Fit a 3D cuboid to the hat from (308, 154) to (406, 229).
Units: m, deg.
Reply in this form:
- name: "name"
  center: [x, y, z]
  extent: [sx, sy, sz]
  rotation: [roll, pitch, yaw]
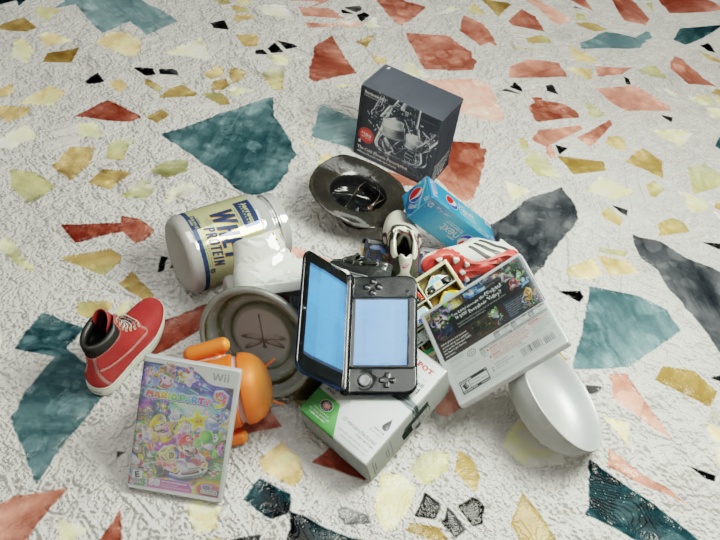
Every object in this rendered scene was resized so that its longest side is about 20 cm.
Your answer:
- name: "hat"
  center: [-0.011, -0.140, 1.641]
  extent: [0.199, 0.081, 0.201]
  rotation: [7, 53, -9]

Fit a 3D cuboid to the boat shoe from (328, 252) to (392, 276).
- name: "boat shoe"
  center: [0.000, 0.000, 1.458]
  extent: [0.068, 0.057, 0.200]
  rotation: [23, -2, -30]

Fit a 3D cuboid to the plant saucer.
- name: "plant saucer"
  center: [-0.161, 0.109, 1.304]
  extent: [0.199, 0.201, 0.050]
  rotation: [19, 29, 10]

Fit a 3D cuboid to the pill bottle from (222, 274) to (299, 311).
- name: "pill bottle"
  center: [-0.133, 0.051, 1.413]
  extent: [0.199, 0.113, 0.113]
  rotation: [-8, 48, -17]

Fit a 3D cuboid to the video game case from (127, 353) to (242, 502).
- name: "video game case"
  center: [-0.258, 0.231, 1.183]
  extent: [0.142, 0.201, 0.018]
  rotation: [10, 6, 1]

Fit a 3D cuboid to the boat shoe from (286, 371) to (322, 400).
- name: "boat shoe"
  center: [-0.050, 0.124, 1.338]
  extent: [0.201, 0.072, 0.066]
  rotation: [-46, 65, -3]

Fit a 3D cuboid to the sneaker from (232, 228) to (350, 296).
- name: "sneaker"
  center: [-0.113, -0.017, 1.339]
  extent: [0.199, 0.074, 0.116]
  rotation: [-3, 78, -14]

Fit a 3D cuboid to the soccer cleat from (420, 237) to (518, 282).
- name: "soccer cleat"
  center: [0.197, -0.024, 1.491]
  extent: [0.199, 0.069, 0.085]
  rotation: [-5, 36, -18]

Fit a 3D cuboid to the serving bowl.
- name: "serving bowl"
  center: [0.305, 0.216, 1.317]
  extent: [0.200, 0.066, 0.201]
  rotation: [35, 34, -28]

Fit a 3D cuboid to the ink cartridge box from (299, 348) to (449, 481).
- name: "ink cartridge box"
  center: [0.025, 0.202, 1.276]
  extent: [0.146, 0.083, 0.200]
  rotation: [35, 68, 24]

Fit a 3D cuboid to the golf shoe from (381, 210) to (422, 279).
- name: "golf shoe"
  center: [0.082, -0.053, 1.480]
  extent: [0.077, 0.088, 0.201]
  rotation: [2, 45, -5]

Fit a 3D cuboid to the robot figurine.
- name: "robot figurine"
  center: [-0.222, 0.193, 1.251]
  extent: [0.199, 0.117, 0.144]
  rotation: [-11, 60, -4]

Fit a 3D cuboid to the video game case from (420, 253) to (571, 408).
- name: "video game case"
  center: [0.211, 0.095, 1.296]
  extent: [0.200, 0.023, 0.182]
  rotation: [-34, 53, 16]

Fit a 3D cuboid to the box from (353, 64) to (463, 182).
- name: "box"
  center: [0.099, -0.314, 1.752]
  extent: [0.199, 0.183, 0.104]
  rotation: [27, 48, 17]

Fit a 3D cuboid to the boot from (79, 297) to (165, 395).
- name: "boot"
  center: [-0.383, 0.086, 1.318]
  extent: [0.072, 0.145, 0.200]
  rotation: [17, 45, 10]

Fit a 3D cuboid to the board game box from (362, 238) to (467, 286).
- name: "board game box"
  center: [0.094, 0.043, 1.492]
  extent: [0.199, 0.062, 0.200]
  rotation: [9, 47, 0]

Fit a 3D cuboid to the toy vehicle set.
- name: "toy vehicle set"
  center: [0.099, 0.088, 1.393]
  extent: [0.200, 0.027, 0.125]
  rotation: [-33, 84, -10]

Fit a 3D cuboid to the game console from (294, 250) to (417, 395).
- name: "game console"
  center: [-0.001, 0.078, 1.230]
  extent: [0.170, 0.118, 0.201]
  rotation: [-1, 63, 7]

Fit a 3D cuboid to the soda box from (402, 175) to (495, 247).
- name: "soda box"
  center: [0.173, -0.095, 1.558]
  extent: [0.200, 0.068, 0.064]
  rotation: [32, 33, -34]

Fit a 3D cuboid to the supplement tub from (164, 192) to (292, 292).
- name: "supplement tub"
  center: [-0.240, -0.056, 1.475]
  extent: [0.199, 0.145, 0.145]
  rotation: [-21, 53, -26]
